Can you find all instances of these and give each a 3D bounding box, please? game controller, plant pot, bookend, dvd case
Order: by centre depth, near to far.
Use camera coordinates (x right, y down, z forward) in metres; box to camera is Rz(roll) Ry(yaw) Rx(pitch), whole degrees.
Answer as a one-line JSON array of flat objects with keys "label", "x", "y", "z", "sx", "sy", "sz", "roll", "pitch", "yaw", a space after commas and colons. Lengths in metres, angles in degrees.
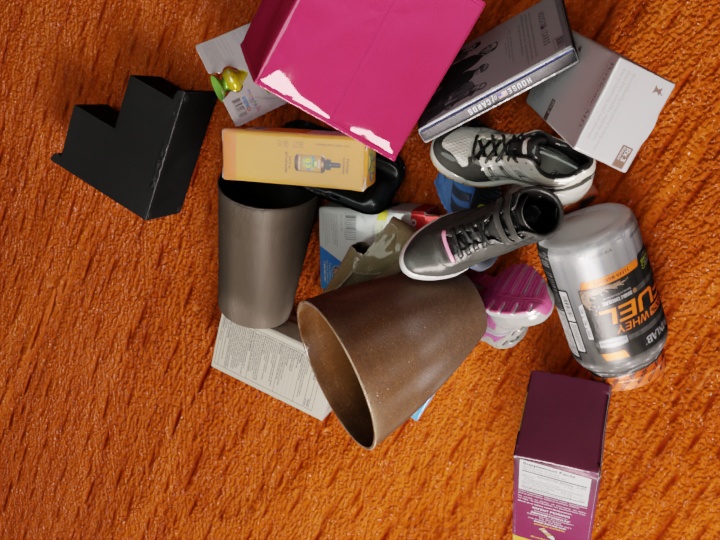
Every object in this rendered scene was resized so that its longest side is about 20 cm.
[{"label": "dvd case", "x": 0.158, "y": -0.245, "z": 0.908, "sx": 0.196, "sy": 0.152, "sz": 0.025, "roll": -24, "pitch": 125, "yaw": 25}, {"label": "plant pot", "x": 0.051, "y": 0.083, "z": 0.919, "sx": 0.196, "sy": 0.186, "sz": 0.191, "roll": -25, "pitch": 95, "yaw": -20}, {"label": "game controller", "x": -0.038, "y": -0.144, "z": 1.039, "sx": 0.196, "sy": 0.042, "sz": 0.106, "roll": 22, "pitch": 67, "yaw": 16}, {"label": "bookend", "x": -0.344, "y": -0.216, "z": 1.147, "sx": 0.197, "sy": 0.092, "sz": 0.203, "roll": 29, "pitch": 110, "yaw": 15}]

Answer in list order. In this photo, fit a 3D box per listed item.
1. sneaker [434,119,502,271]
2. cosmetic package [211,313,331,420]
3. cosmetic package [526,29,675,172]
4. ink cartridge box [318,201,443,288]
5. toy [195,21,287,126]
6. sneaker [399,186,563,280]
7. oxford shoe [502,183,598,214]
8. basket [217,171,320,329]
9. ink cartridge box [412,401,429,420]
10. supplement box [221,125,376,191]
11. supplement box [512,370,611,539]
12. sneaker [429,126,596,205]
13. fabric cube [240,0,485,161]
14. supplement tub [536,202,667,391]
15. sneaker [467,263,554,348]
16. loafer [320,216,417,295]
[{"label": "sneaker", "x": 0.134, "y": -0.088, "z": 0.962, "sx": 0.078, "sy": 0.065, "sz": 0.206, "roll": -26, "pitch": 57, "yaw": 46}, {"label": "cosmetic package", "x": -0.115, "y": 0.127, "z": 1.138, "sx": 0.196, "sy": 0.087, "sz": 0.106, "roll": 24, "pitch": 110, "yaw": 16}, {"label": "cosmetic package", "x": 0.258, "y": -0.197, "z": 0.843, "sx": 0.072, "sy": 0.201, "sz": 0.104, "roll": 20, "pitch": 112, "yaw": -11}, {"label": "ink cartridge box", "x": 0.043, "y": -0.031, "z": 1.046, "sx": 0.195, "sy": 0.067, "sz": 0.120, "roll": 5, "pitch": 105, "yaw": 21}, {"label": "toy", "x": -0.112, "y": -0.279, "z": 1.018, "sx": 0.117, "sy": 0.197, "sz": 0.047, "roll": 61, "pitch": 156, "yaw": -2}, {"label": "sneaker", "x": 0.137, "y": -0.046, "z": 0.846, "sx": 0.195, "sy": 0.099, "sz": 0.073, "roll": -18, "pitch": 83, "yaw": -5}, {"label": "oxford shoe", "x": 0.203, "y": -0.078, "z": 0.978, "sx": 0.197, "sy": 0.071, "sz": 0.074, "roll": -29, "pitch": 74, "yaw": 19}, {"label": "basket", "x": -0.139, "y": -0.032, "z": 1.076, "sx": 0.133, "sy": 0.180, "sz": 0.205, "roll": 22, "pitch": 120, "yaw": 18}, {"label": "ink cartridge box", "x": 0.029, "y": 0.105, "z": 1.058, "sx": 0.198, "sy": 0.115, "sz": 0.069, "roll": 35, "pitch": 112, "yaw": 10}, {"label": "supplement box", "x": -0.078, "y": -0.147, "z": 0.976, "sx": 0.194, "sy": 0.069, "sz": 0.069, "roll": 7, "pitch": 105, "yaw": 15}, {"label": "supplement box", "x": 0.250, "y": 0.247, "z": 0.952, "sx": 0.100, "sy": 0.132, "sz": 0.203, "roll": 9, "pitch": 136, "yaw": 19}, {"label": "sneaker", "x": 0.179, "y": -0.139, "z": 0.884, "sx": 0.194, "sy": 0.088, "sz": 0.078, "roll": 11, "pitch": 74, "yaw": 4}, {"label": "fabric cube", "x": -0.007, "y": -0.287, "z": 0.887, "sx": 0.196, "sy": 0.197, "sz": 0.202, "roll": 23, "pitch": 109, "yaw": -25}, {"label": "supplement tub", "x": 0.297, "y": 0.034, "z": 0.917, "sx": 0.120, "sy": 0.123, "sz": 0.204, "roll": -16, "pitch": 110, "yaw": 24}, {"label": "sneaker", "x": 0.190, "y": 0.052, "z": 0.971, "sx": 0.081, "sy": 0.199, "sz": 0.088, "roll": -46, "pitch": 104, "yaw": -15}, {"label": "loafer", "x": 0.000, "y": 0.000, "z": 0.997, "sx": 0.198, "sy": 0.076, "sz": 0.068, "roll": -36, "pitch": 90, "yaw": 17}]
